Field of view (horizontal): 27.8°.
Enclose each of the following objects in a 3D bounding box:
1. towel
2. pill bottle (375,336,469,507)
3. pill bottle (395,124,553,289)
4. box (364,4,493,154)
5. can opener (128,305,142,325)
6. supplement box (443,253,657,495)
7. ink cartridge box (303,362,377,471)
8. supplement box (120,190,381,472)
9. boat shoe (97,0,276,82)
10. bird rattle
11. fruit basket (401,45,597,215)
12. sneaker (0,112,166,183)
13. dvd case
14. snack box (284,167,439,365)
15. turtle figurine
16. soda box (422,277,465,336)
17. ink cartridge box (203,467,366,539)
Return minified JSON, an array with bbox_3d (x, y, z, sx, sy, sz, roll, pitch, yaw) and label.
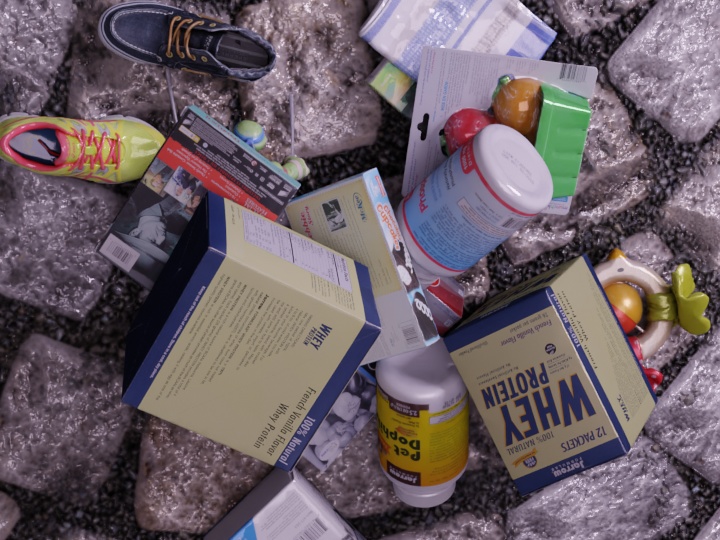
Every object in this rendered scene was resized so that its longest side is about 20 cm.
[{"bbox_3d":[0.112,-0.271,1.655,0.199,0.024,0.147,36,94,-15],"label":"towel"},{"bbox_3d":[0.073,0.181,1.702,0.108,0.110,0.201,-10,129,-8],"label":"pill bottle"},{"bbox_3d":[0.109,-0.063,1.602,0.109,0.109,0.200,39,128,-14],"label":"pill bottle"},{"bbox_3d":[0.124,-0.211,1.698,0.200,0.036,0.145,39,92,-14],"label":"box"},{"bbox_3d":[-0.167,0.051,1.677,0.198,0.079,0.064,-9,95,-9],"label":"can opener"},{"bbox_3d":[0.221,0.114,1.652,0.134,0.200,0.201,-27,92,24],"label":"supplement box"},{"bbox_3d":[-0.052,0.102,1.724,0.200,0.043,0.198,41,93,-14],"label":"ink cartridge box"},{"bbox_3d":[-0.115,0.064,1.507,0.199,0.135,0.201,25,113,-18],"label":"supplement box"},{"bbox_3d":[-0.189,-0.256,1.603,0.198,0.091,0.072,11,92,-13],"label":"boat shoe"},{"bbox_3d":[0.327,0.066,1.776,0.163,0.113,0.200,38,106,-3],"label":"bird rattle"},{"bbox_3d":[0.156,-0.158,1.649,0.198,0.094,0.187,8,117,3],"label":"fruit basket"},{"bbox_3d":[-0.311,-0.132,1.609,0.198,0.090,0.079,1,99,-12],"label":"sneaker"},{"bbox_3d":[-0.175,-0.056,1.548,0.145,0.022,0.201,35,111,-3],"label":"dvd case"},{"bbox_3d":[0.000,0.000,1.608,0.115,0.037,0.202,-17,95,33],"label":"snack box"},{"bbox_3d":[-0.140,-0.102,1.654,0.143,0.200,0.195,-3,123,-32],"label":"turtle figurine"},{"bbox_3d":[0.029,-0.003,1.696,0.200,0.070,0.063,39,119,-14],"label":"soda box"},{"bbox_3d":[-0.070,0.354,1.747,0.146,0.086,0.200,-43,106,1],"label":"ink cartridge box"}]
